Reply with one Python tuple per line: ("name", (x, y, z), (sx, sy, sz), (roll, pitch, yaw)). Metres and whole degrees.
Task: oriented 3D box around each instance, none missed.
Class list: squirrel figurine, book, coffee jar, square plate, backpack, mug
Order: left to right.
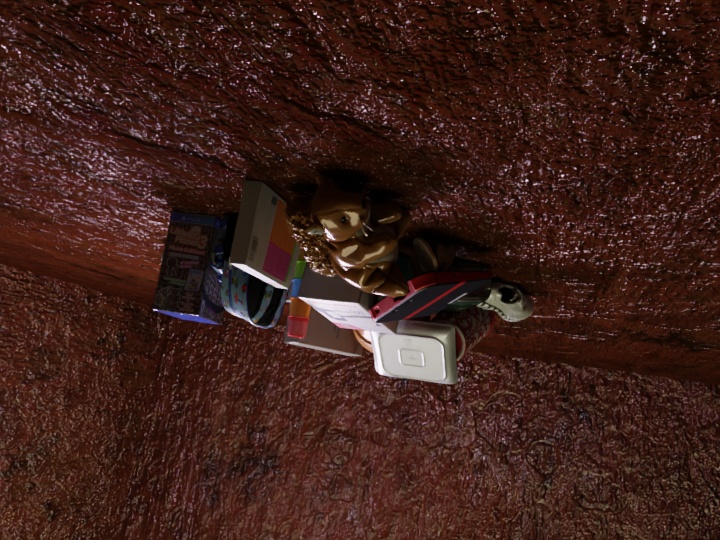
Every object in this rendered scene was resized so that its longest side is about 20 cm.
("backpack", (-0.213, 0.008, 1.210), (0.133, 0.202, 0.182), (5, 169, 19))
("book", (-0.152, -0.052, 1.025), (0.048, 0.135, 0.200), (7, 169, 14))
("squirrel figurine", (-0.035, -0.057, 0.913), (0.198, 0.143, 0.186), (0, 160, 31))
("square plate", (0.117, 0.188, 1.375), (0.198, 0.029, 0.199), (5, 134, 17))
("coffee jar", (0.208, 0.040, 1.323), (0.103, 0.086, 0.200), (3, 169, -6))
("mug", (0.237, 0.158, 1.466), (0.132, 0.179, 0.200), (-3, -167, 28))

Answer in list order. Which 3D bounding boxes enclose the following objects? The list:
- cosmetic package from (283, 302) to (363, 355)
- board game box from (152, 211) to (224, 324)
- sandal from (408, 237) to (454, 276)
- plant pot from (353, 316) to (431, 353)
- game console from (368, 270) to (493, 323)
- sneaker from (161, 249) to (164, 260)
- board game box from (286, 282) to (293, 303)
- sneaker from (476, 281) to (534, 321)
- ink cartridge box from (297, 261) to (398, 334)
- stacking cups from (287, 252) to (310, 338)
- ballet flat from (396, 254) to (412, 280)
("cosmetic package", (-0.085, 0.148, 1.521), (0.199, 0.105, 0.073), (16, 166, -36))
("board game box", (-0.340, 0.000, 1.270), (0.096, 0.202, 0.160), (7, 170, 6))
("sandal", (0.140, -0.027, 1.140), (0.069, 0.078, 0.212), (-23, 170, -8))
("plant pot", (0.064, 0.081, 1.436), (0.198, 0.202, 0.140), (6, 151, 15))
("game console", (0.126, 0.047, 1.142), (0.176, 0.031, 0.200), (-6, 160, -35))
("sneaker", (-0.415, -0.020, 1.584), (0.198, 0.076, 0.087), (13, 163, -22))
("board game box", (-0.093, 0.048, 1.562), (0.199, 0.106, 0.103), (19, 166, -38))
("sneaker", (0.349, 0.070, 1.415), (0.199, 0.076, 0.081), (17, 158, -37))
("ink cartridge box", (-0.017, 0.057, 1.258), (0.143, 0.085, 0.200), (4, 159, 28))
("stacking cups", (-0.123, 0.044, 1.314), (0.060, 0.202, 0.061), (8, 171, 1))
("ballet flat", (0.046, -0.010, 1.251), (0.073, 0.074, 0.200), (0, 160, 38))
